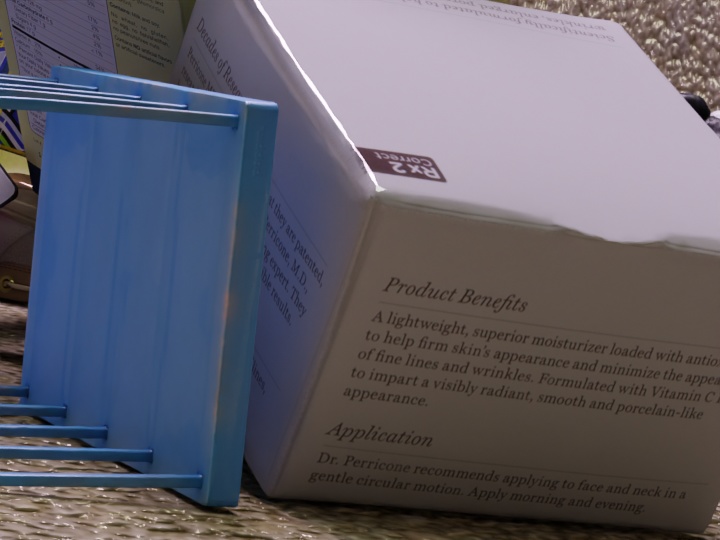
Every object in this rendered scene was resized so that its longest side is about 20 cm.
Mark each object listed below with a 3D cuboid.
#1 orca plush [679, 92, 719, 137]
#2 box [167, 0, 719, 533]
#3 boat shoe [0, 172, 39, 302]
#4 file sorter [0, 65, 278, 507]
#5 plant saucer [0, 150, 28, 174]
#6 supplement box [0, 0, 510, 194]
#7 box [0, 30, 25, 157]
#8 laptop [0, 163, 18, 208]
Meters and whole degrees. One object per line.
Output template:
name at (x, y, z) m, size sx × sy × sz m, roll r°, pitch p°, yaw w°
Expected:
orca plush at (0.153, -0.030, 1.384) m, size 0.198 × 0.106 × 0.071 m, roll -8°, pitch 18°, yaw -2°
box at (0.038, -0.012, 1.066) m, size 0.198 × 0.131 × 0.200 m, roll 8°, pitch 29°, yaw -27°
boat shoe at (-0.090, 0.019, 1.286) m, size 0.199 × 0.067 × 0.074 m, roll 23°, pitch 5°, yaw 9°
file sorter at (-0.130, -0.004, 0.995) m, size 0.122 × 0.140 × 0.200 m, roll 4°, pitch 6°, yaw -26°
plant saucer at (-0.150, -0.023, 1.617) m, size 0.199 × 0.031 × 0.200 m, roll 25°, pitch 18°, yaw -9°
supplement box at (-0.048, -0.138, 1.211) m, size 0.134 × 0.201 × 0.200 m, roll 27°, pitch 49°, yaw 36°
box at (-0.165, -0.089, 1.395) m, size 0.070 × 0.065 × 0.200 m, roll 20°, pitch 1°, yaw 18°
laptop at (-0.264, -0.072, 1.145) m, size 0.200 × 0.188 × 0.116 m, roll -36°, pitch -3°, yaw -26°
